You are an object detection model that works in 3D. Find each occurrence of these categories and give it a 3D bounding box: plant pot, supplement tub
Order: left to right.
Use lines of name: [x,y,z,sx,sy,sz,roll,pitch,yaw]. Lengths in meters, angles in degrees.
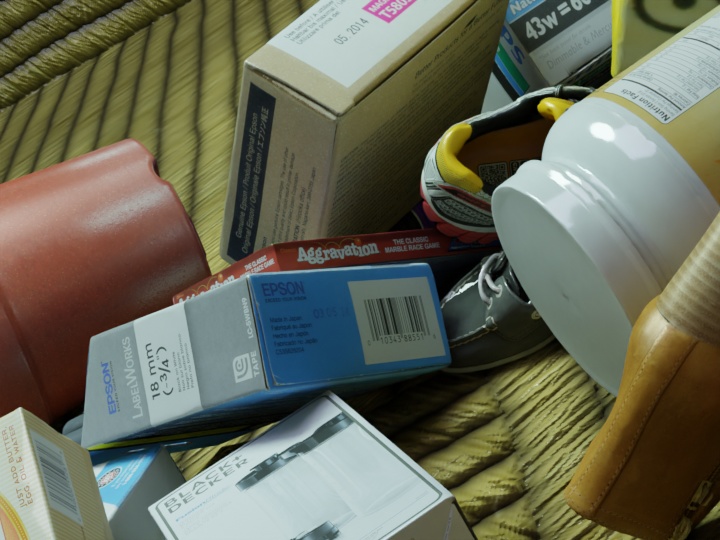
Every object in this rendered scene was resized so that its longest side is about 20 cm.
plant pot: [-0.218,0.012,1.364,0.194,0.202,0.201,-26,15,-15]
supplement tub: [0.175,-0.042,0.890,0.199,0.145,0.144,-34,17,-11]

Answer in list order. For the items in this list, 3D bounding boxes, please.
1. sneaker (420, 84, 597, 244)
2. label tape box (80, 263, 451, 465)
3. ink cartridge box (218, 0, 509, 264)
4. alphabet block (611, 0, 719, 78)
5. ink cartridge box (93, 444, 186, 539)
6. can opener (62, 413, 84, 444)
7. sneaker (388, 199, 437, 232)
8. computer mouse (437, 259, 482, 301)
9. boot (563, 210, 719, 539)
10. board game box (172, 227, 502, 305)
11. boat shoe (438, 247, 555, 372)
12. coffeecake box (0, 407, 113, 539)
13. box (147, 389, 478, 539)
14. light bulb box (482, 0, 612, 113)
sneaker: [0.131,-0.064,1.042,0.198,0.079,0.082,-15,-16,-1]
label tape box: [-0.071,0.054,1.051,0.199,0.064,0.144,-21,-12,41]
ink cartridge box: [0.004,-0.099,1.172,0.075,0.166,0.200,31,48,19]
alphabet block: [0.242,-0.224,1.017,0.198,0.196,0.197,5,45,3]
ink cartridge box: [-0.188,0.175,1.026,0.199,0.067,0.116,-20,20,30]
can opener: [-0.112,0.064,1.213,0.199,0.067,0.053,-25,17,10]
sneaker: [-0.025,-0.027,1.323,0.099,0.070,0.199,-44,20,-30]
computer mouse: [0.019,0.036,1.129,0.199,0.034,0.059,-25,18,19]
boot: [0.160,0.048,0.775,0.071,0.200,0.145,38,106,34]
board game box: [0.000,0.000,1.099,0.199,0.020,0.103,-6,-14,-41]
boat shoe: [0.112,-0.007,1.022,0.199,0.057,0.067,-24,42,22]
coffeecake box: [-0.209,0.183,0.892,0.199,0.073,0.154,-28,59,9]
box: [-0.022,0.131,0.879,0.116,0.060,0.200,-33,16,-8]
light bulb box: [0.159,-0.203,1.308,0.197,0.125,0.200,-34,-4,-7]
